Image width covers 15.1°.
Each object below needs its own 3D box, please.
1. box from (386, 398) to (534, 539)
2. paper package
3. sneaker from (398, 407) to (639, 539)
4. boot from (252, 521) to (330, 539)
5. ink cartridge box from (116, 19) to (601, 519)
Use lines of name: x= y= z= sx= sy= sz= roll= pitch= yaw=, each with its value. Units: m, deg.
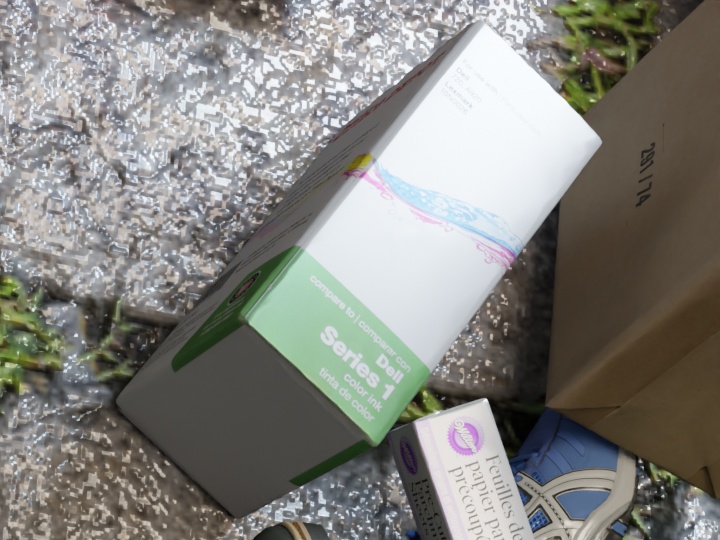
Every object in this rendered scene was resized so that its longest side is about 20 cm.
box: x=0.064 y=0.157 z=1.189 sx=0.039 sy=0.041 sz=0.200 roll=-17 pitch=85 yaw=-22
paper package: x=0.181 y=-0.029 z=1.265 sx=0.103 sy=0.191 sz=0.200 roll=29 pitch=41 yaw=-19
sneaker: x=0.065 y=0.128 z=1.250 sx=0.077 sy=0.076 sz=0.200 roll=37 pitch=59 yaw=-16
boot: x=-0.081 y=0.199 z=1.157 sx=0.138 sy=0.077 sz=0.200 roll=10 pitch=67 yaw=-19
ink cartridge box: x=0.000 y=0.000 z=1.221 sx=0.084 sy=0.145 sz=0.200 roll=43 pitch=59 yaw=-8
